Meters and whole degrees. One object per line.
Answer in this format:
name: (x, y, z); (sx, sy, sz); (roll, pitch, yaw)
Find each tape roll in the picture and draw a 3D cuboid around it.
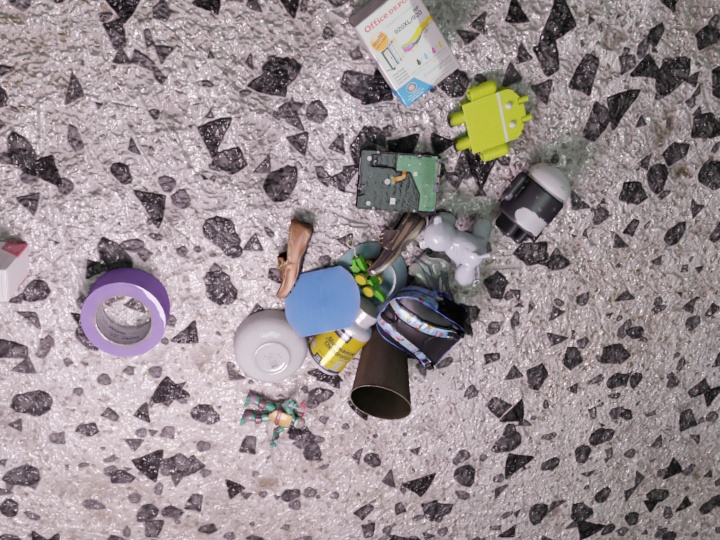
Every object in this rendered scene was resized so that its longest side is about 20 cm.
tape roll: (-0.568, 0.102, 1.597); (0.196, 0.085, 0.204); (-4, 116, -8)

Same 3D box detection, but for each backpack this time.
backpack: (0.147, 0.122, 1.644); (0.198, 0.135, 0.183); (31, 129, -7)

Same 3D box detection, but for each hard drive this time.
hard drive: (0.090, -0.213, 1.569); (0.196, 0.038, 0.143); (2, 104, -9)

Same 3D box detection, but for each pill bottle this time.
pill bottle: (-0.040, 0.164, 1.685); (0.111, 0.113, 0.201); (31, 112, -21)

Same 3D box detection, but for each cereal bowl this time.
cereal bowl: (-0.231, 0.207, 1.701); (0.196, 0.084, 0.204); (-4, 115, -8)

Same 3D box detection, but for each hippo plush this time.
hippo plush: (0.223, -0.055, 1.609); (0.158, 0.201, 0.161); (21, 124, 1)

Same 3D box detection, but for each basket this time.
basket: (0.060, 0.253, 1.688); (0.135, 0.203, 0.180); (-28, 128, 35)

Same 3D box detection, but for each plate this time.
plate: (0.026, 0.025, 1.689); (0.196, 0.026, 0.204); (-3, 115, -7)

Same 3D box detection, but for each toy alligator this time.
toy alligator: (0.000, 0.000, 1.632); (0.054, 0.060, 0.202); (-7, 125, 41)

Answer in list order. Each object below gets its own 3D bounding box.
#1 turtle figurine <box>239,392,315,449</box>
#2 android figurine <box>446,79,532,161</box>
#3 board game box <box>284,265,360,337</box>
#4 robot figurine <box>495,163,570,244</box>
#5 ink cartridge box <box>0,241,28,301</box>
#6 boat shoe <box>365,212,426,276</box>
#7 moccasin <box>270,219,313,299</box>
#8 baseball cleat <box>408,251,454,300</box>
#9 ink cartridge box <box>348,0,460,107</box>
turtle figurine: (-0.223, 0.403, 1.785); (0.196, 0.101, 0.153); (16, 98, 1)
android figurine: (0.307, -0.354, 1.549); (0.196, 0.041, 0.185); (-17, 116, 1)
board game box: (-0.092, 0.080, 1.648); (0.196, 0.039, 0.161); (-12, 73, 10)
robot figurine: (0.421, -0.167, 1.610); (0.125, 0.150, 0.201); (42, 107, 14)
ink cartridge box: (-0.866, -0.008, 1.462); (0.196, 0.147, 0.084); (7, 114, -11)
boat shoe: (0.076, -0.072, 1.616); (0.073, 0.074, 0.200); (44, 76, -5)
moccasin: (-0.175, -0.026, 1.607); (0.076, 0.074, 0.204); (17, 114, -6)
baseball cleat: (0.215, 0.033, 1.699); (0.106, 0.070, 0.200); (-44, 116, 8)
ink cartridge box: (0.089, -0.485, 1.393); (0.146, 0.145, 0.201); (-35, 115, 9)
